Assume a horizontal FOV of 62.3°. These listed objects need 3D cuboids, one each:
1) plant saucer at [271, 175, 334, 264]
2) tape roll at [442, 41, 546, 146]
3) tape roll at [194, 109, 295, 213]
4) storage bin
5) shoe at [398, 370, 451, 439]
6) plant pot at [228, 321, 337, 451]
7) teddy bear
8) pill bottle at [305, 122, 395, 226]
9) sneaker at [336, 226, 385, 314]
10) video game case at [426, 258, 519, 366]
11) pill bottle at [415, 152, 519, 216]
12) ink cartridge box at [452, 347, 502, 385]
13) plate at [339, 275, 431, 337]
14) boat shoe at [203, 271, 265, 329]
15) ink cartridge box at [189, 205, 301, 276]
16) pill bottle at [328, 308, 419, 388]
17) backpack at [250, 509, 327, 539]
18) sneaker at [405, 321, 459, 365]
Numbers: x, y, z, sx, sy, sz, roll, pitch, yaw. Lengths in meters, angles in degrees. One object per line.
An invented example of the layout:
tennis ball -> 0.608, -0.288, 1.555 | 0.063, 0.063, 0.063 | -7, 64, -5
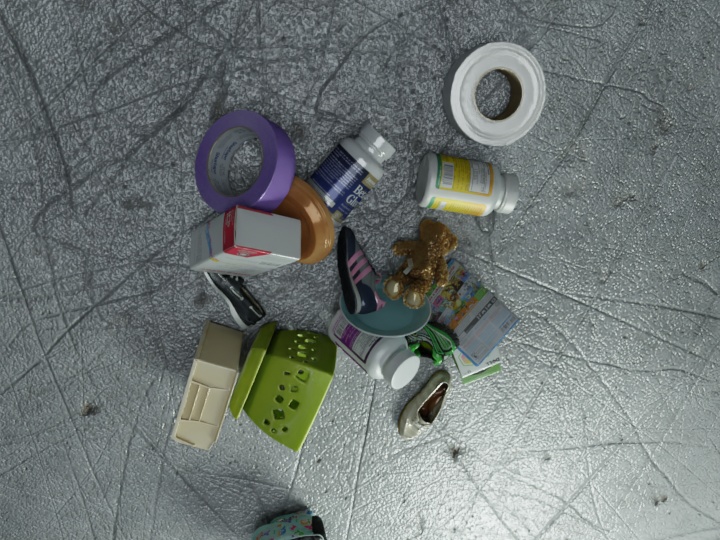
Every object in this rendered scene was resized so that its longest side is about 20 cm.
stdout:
plant saucer -> -0.141, -0.098, 1.209 | 0.199, 0.037, 0.202 | 23, 132, 28
tape roll -> 0.272, -0.359, 1.218 | 0.200, 0.071, 0.205 | -2, 107, -6
tape roll -> -0.226, -0.204, 1.159 | 0.198, 0.065, 0.203 | -4, 82, 27
storage bin -> -0.325, 0.242, 1.279 | 0.093, 0.200, 0.200 | 17, 105, -13
shoe -> 0.154, 0.331, 1.433 | 0.069, 0.053, 0.201 | 28, 103, -13
plant pot -> -0.170, 0.235, 1.300 | 0.180, 0.200, 0.201 | 23, 104, -5
teddy bear -> 0.131, -0.010, 1.290 | 0.143, 0.067, 0.202 | 5, 66, 24
pill bottle -> -0.024, -0.198, 1.216 | 0.111, 0.111, 0.200 | 40, 100, -16
sneaker -> 0.000, 0.000, 1.268 | 0.081, 0.070, 0.202 | 0, 65, -21
video game case -> 0.233, 0.093, 1.329 | 0.200, 0.018, 0.143 | 43, 88, 8
pill bottle -> 0.224, -0.176, 1.248 | 0.198, 0.113, 0.114 | 7, 107, -8
ink cartridge box -> 0.264, 0.182, 1.394 | 0.103, 0.059, 0.202 | -22, 108, 1
plate -> 0.052, 0.080, 1.275 | 0.198, 0.201, 0.026 | 1, 127, -6
boat shoe -> -0.277, 0.034, 1.288 | 0.060, 0.076, 0.201 | -28, 120, 4
ink cartridge box -> -0.229, -0.051, 1.171 | 0.147, 0.199, 0.087 | 10, 74, -39
pill bottle -> 0.031, 0.161, 1.281 | 0.112, 0.200, 0.113 | -29, 139, -29
backpack -> -0.176, 0.699, 1.466 | 0.198, 0.151, 0.180 | -13, 106, -9
sneaker -> 0.114, 0.139, 1.312 | 0.085, 0.199, 0.079 | -42, 140, -34
